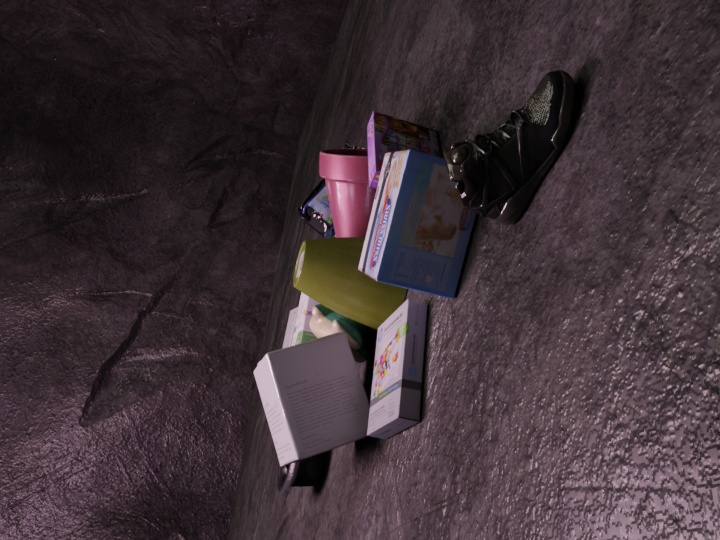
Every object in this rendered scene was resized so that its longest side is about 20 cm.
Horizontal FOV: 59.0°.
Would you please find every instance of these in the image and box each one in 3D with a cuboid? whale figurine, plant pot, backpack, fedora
[{"bbox_3d":[-0.032,0.122,1.345,0.104,0.159,0.200,-44,3,-14],"label":"whale figurine"},{"bbox_3d":[-0.026,0.008,1.258,0.187,0.198,0.189,-166,90,-77],"label":"plant pot"},{"bbox_3d":[0.011,-0.160,1.344,0.200,0.198,0.181,-125,35,-73],"label":"plant pot"},{"bbox_3d":[-0.033,-0.164,1.514,0.200,0.147,0.183,-50,1,-2],"label":"backpack"},{"bbox_3d":[-0.135,0.441,1.517,0.201,0.091,0.202,-166,90,-77],"label":"fedora"}]

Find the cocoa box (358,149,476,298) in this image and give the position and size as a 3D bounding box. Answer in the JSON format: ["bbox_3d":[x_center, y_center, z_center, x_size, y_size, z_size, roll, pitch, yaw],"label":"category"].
[{"bbox_3d":[0.092,-0.073,0.988,0.131,0.132,0.202,-148,72,-75],"label":"cocoa box"}]

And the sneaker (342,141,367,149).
[{"bbox_3d":[0.011,-0.273,1.576,0.200,0.114,0.076,-145,70,-76],"label":"sneaker"}]

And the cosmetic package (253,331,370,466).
[{"bbox_3d":[-0.093,0.248,1.224,0.201,0.164,0.165,71,156,14],"label":"cosmetic package"}]

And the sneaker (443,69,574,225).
[{"bbox_3d":[0.174,-0.154,0.772,0.077,0.113,0.200,-96,25,-51],"label":"sneaker"}]

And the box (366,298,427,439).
[{"bbox_3d":[0.062,0.169,1.077,0.156,0.041,0.201,128,154,-60],"label":"box"}]

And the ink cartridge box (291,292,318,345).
[{"bbox_3d":[-0.136,0.139,1.849,0.145,0.083,0.202,140,141,-69],"label":"ink cartridge box"}]

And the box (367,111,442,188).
[{"bbox_3d":[0.082,-0.207,1.159,0.201,0.136,0.039,-91,20,-47],"label":"box"}]

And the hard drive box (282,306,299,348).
[{"bbox_3d":[-0.200,0.227,2.047,0.156,0.076,0.202,153,129,-73],"label":"hard drive box"}]
